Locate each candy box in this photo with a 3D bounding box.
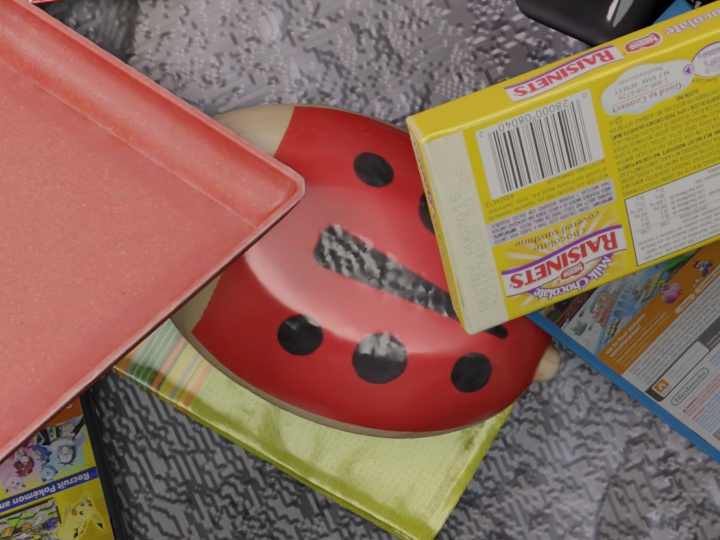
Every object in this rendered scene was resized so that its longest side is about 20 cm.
[{"bbox_3d":[0.123,-0.052,1.098,0.199,0.026,0.103,-21,129,-7],"label":"candy box"}]

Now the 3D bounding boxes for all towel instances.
[{"bbox_3d":[-0.034,0.042,1.216,0.200,0.018,0.086,31,95,-6],"label":"towel"}]

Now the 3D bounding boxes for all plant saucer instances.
[{"bbox_3d":[-0.157,-0.014,1.112,0.200,0.037,0.200,32,59,28],"label":"plant saucer"}]

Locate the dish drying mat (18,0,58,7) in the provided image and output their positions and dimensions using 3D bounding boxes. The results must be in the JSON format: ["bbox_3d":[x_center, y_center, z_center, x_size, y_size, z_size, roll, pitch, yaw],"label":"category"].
[{"bbox_3d":[-0.129,-0.220,1.180,0.076,0.018,0.201,-8,97,-1],"label":"dish drying mat"}]

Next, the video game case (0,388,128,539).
[{"bbox_3d":[-0.209,0.091,1.163,0.199,0.025,0.181,-19,113,-17],"label":"video game case"}]

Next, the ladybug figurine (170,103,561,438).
[{"bbox_3d":[0.000,0.000,1.176,0.199,0.072,0.136,22,84,-8],"label":"ladybug figurine"}]

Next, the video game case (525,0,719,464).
[{"bbox_3d":[0.150,-0.009,1.163,0.143,0.018,0.200,-46,125,12],"label":"video game case"}]

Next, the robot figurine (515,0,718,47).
[{"bbox_3d":[0.143,-0.185,1.141,0.124,0.150,0.201,25,96,8],"label":"robot figurine"}]
